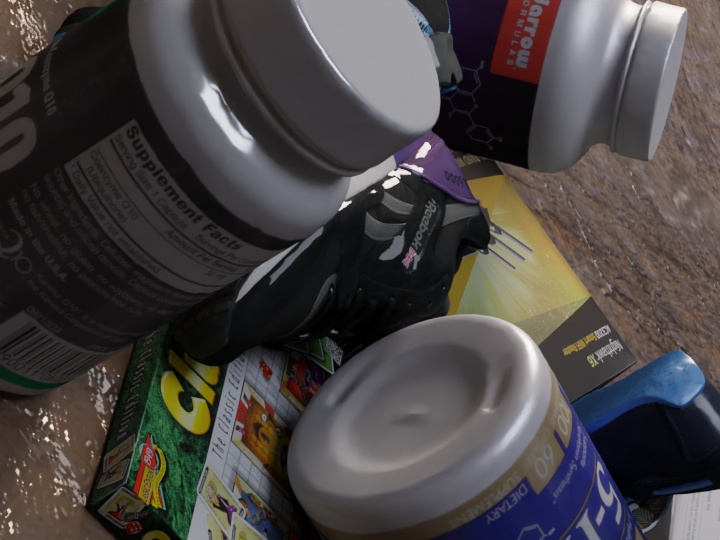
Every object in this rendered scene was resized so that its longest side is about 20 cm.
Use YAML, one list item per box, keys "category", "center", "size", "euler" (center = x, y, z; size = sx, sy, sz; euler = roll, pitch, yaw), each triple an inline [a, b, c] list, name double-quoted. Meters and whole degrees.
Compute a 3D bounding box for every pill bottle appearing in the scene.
- category: "pill bottle"
  center: [-0.076, -0.044, 0.979]
  size: [0.113, 0.200, 0.113]
  euler: [43, 30, -32]
- category: "pill bottle"
  center: [0.055, -0.114, 1.284]
  size: [0.112, 0.200, 0.113]
  euler: [14, 90, -79]
- category: "pill bottle"
  center: [0.063, 0.128, 1.128]
  size: [0.200, 0.120, 0.120]
  euler: [58, 22, -32]

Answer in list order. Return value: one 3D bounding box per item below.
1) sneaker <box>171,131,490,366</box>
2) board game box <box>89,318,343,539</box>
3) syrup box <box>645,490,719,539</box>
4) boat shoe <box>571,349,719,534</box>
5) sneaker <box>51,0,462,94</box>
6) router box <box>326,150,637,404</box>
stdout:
- category: "sneaker"
  center: [0.000, 0.000, 1.130]
  size: [0.088, 0.076, 0.200]
  euler: [52, 40, -5]
- category: "board game box"
  center: [-0.056, 0.064, 1.108]
  size: [0.105, 0.023, 0.200]
  euler: [45, 29, -23]
- category: "syrup box"
  center: [0.239, 0.150, 1.272]
  size: [0.200, 0.079, 0.082]
  euler: [13, 53, -1]
- category: "boat shoe"
  center: [0.111, 0.100, 1.209]
  size: [0.084, 0.200, 0.069]
  euler: [-40, 91, -21]
- category: "sneaker"
  center: [-0.050, -0.114, 1.180]
  size: [0.200, 0.073, 0.082]
  euler: [-3, 83, -32]
- category: "router box"
  center: [0.044, 0.014, 1.289]
  size: [0.157, 0.052, 0.200]
  euler: [55, 25, 6]
